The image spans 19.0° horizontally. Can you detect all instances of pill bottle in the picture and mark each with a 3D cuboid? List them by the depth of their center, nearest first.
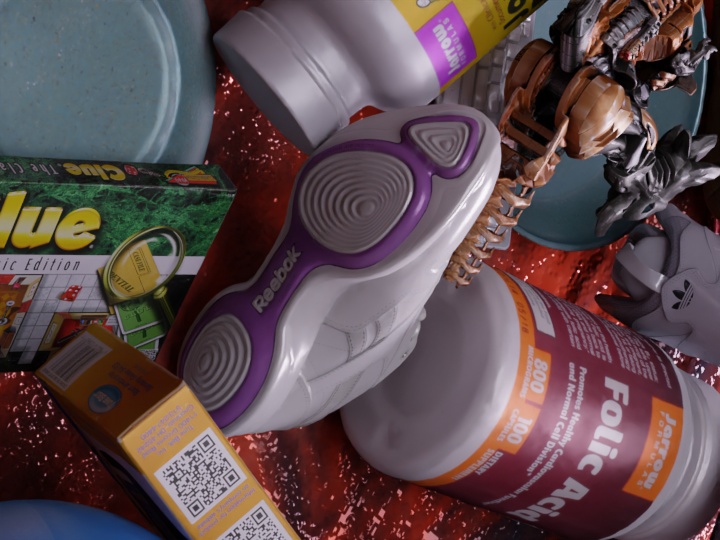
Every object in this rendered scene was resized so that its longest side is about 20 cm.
[{"bbox_3d":[0.030,-0.144,0.995,0.200,0.104,0.104,-41,122,-7],"label":"pill bottle"},{"bbox_3d":[0.095,0.073,1.095,0.199,0.114,0.115,23,80,-40],"label":"pill bottle"}]

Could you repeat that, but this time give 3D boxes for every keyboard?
[{"bbox_3d":[0.063,-0.113,1.069,0.056,0.011,0.201,6,91,-41],"label":"keyboard"}]

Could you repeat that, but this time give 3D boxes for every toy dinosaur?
[{"bbox_3d":[0.102,-0.084,1.014,0.199,0.102,0.136,-34,157,4],"label":"toy dinosaur"}]

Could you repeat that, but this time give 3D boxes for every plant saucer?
[{"bbox_3d":[-0.132,-0.082,0.931,0.200,0.039,0.202,-6,99,-40],"label":"plant saucer"},{"bbox_3d":[0.106,-0.111,1.138,0.199,0.036,0.201,-6,99,-40],"label":"plant saucer"}]

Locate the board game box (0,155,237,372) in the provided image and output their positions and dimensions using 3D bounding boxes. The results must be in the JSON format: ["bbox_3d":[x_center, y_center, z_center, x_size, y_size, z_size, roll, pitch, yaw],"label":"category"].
[{"bbox_3d":[-0.153,-0.001,0.898,0.199,0.023,0.105,0,127,-41],"label":"board game box"}]

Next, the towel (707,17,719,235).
[{"bbox_3d":[0.253,-0.050,1.282,0.144,0.022,0.201,-2,96,-41],"label":"towel"}]

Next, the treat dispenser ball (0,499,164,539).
[{"bbox_3d":[-0.133,0.191,0.851,0.200,0.200,0.202,-5,98,-41],"label":"treat dispenser ball"}]

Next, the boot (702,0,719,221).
[{"bbox_3d":[0.273,-0.121,1.230,0.154,0.072,0.201,2,99,-41],"label":"boot"}]

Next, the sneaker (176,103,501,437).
[{"bbox_3d":[0.000,0.000,0.994,0.200,0.075,0.099,-46,148,24],"label":"sneaker"}]

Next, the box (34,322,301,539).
[{"bbox_3d":[-0.054,0.119,0.917,0.041,0.119,0.201,-38,113,-14],"label":"box"}]

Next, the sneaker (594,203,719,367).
[{"bbox_3d":[0.197,0.011,1.172,0.075,0.115,0.200,-62,169,10],"label":"sneaker"}]

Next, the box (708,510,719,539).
[{"bbox_3d":[0.215,0.197,1.150,0.200,0.048,0.159,89,5,-59],"label":"box"}]
